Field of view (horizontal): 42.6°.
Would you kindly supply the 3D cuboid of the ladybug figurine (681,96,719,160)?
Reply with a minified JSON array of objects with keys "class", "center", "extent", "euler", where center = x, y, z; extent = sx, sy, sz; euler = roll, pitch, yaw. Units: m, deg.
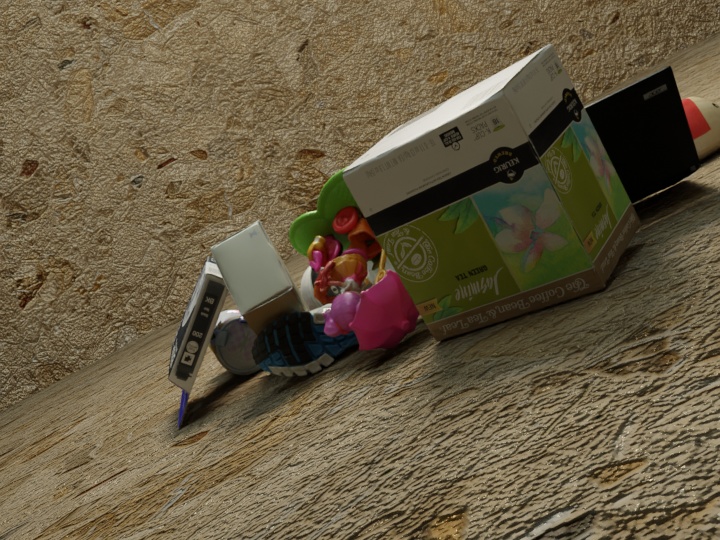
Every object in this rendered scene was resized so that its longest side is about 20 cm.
[{"class":"ladybug figurine","center":[0.374,-0.158,1.171],"extent":[0.197,0.073,0.136],"euler":[-27,6,3]}]

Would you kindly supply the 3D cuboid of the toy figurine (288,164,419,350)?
[{"class":"toy figurine","center":[0.001,0.006,1.025],"extent":[0.197,0.150,0.187],"euler":[-21,45,24]}]

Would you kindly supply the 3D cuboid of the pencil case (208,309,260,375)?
[{"class":"pencil case","center":[-0.184,0.104,1.375],"extent":[0.089,0.085,0.200],"euler":[0,0,-11]}]

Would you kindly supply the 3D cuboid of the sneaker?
[{"class":"sneaker","center":[-0.037,0.074,1.121],"extent":[0.196,0.076,0.087],"euler":[-20,-2,-10]}]

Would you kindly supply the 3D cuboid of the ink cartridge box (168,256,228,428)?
[{"class":"ink cartridge box","center":[-0.228,0.089,1.262],"extent":[0.198,0.043,0.204],"euler":[-145,75,-78]}]

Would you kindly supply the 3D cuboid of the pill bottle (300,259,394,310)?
[{"class":"pill bottle","center":[0.000,0.000,1.247],"extent":[0.115,0.118,0.200],"euler":[-31,-3,-34]}]

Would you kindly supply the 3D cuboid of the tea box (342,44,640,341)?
[{"class":"tea box","center":[0.126,-0.068,0.883],"extent":[0.198,0.199,0.134],"euler":[-23,14,40]}]

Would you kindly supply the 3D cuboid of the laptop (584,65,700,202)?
[{"class":"laptop","center":[0.262,-0.115,1.000],"extent":[0.175,0.105,0.200],"euler":[-25,-4,11]}]

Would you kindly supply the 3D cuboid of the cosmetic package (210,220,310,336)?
[{"class":"cosmetic package","center":[-0.113,0.035,1.160],"extent":[0.070,0.106,0.201],"euler":[-28,-26,-3]}]
